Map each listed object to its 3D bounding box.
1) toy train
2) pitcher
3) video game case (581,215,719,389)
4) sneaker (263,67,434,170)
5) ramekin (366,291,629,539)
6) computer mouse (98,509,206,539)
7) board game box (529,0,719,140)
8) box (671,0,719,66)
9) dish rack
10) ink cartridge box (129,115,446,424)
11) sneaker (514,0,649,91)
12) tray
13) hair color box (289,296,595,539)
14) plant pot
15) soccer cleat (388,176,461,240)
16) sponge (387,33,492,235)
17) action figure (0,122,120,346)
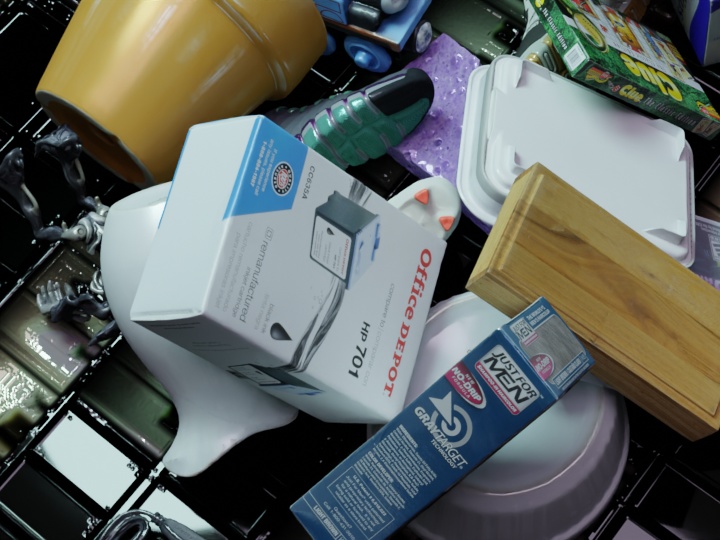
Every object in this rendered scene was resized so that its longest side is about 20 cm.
[{"bbox_3d":[-0.032,-0.242,1.329,0.198,0.115,0.087,24,68,21],"label":"toy train"},{"bbox_3d":[-0.096,0.029,1.173,0.170,0.121,0.202,-20,105,-15],"label":"pitcher"},{"bbox_3d":[0.203,0.014,1.171,0.198,0.023,0.183,16,49,-20],"label":"video game case"},{"bbox_3d":[-0.038,-0.121,1.286,0.199,0.074,0.088,-33,56,4],"label":"sneaker"},{"bbox_3d":[0.101,0.107,1.166,0.200,0.094,0.204,-2,64,4],"label":"ramekin"},{"bbox_3d":[-0.137,0.268,1.140,0.199,0.046,0.141,33,66,24],"label":"computer mouse"},{"bbox_3d":[0.209,-0.170,1.245,0.023,0.199,0.106,-40,56,29],"label":"board game box"},{"bbox_3d":[0.341,-0.300,1.336,0.182,0.105,0.202,-16,63,-2],"label":"box"},{"bbox_3d":[0.172,-0.080,1.185,0.198,0.044,0.173,22,48,-13],"label":"dish rack"},{"bbox_3d":[-0.045,0.005,1.096,0.085,0.199,0.148,-5,63,46],"label":"ink cartridge box"},{"bbox_3d":[0.165,-0.195,1.319,0.087,0.076,0.200,13,51,42],"label":"sneaker"},{"bbox_3d":[0.178,0.022,1.096,0.199,0.037,0.099,33,60,-10],"label":"tray"},{"bbox_3d":[0.054,0.109,1.038,0.200,0.100,0.061,-43,83,24],"label":"hair color box"},{"bbox_3d":[-0.157,-0.172,1.269,0.199,0.200,0.184,31,75,18],"label":"plant pot"},{"bbox_3d":[0.000,0.000,1.248,0.199,0.078,0.069,-39,95,6],"label":"soccer cleat"},{"bbox_3d":[0.104,-0.102,1.303,0.200,0.030,0.112,40,73,21],"label":"sponge"},{"bbox_3d":[-0.207,-0.015,1.252,0.118,0.102,0.201,-36,93,-22],"label":"action figure"}]
